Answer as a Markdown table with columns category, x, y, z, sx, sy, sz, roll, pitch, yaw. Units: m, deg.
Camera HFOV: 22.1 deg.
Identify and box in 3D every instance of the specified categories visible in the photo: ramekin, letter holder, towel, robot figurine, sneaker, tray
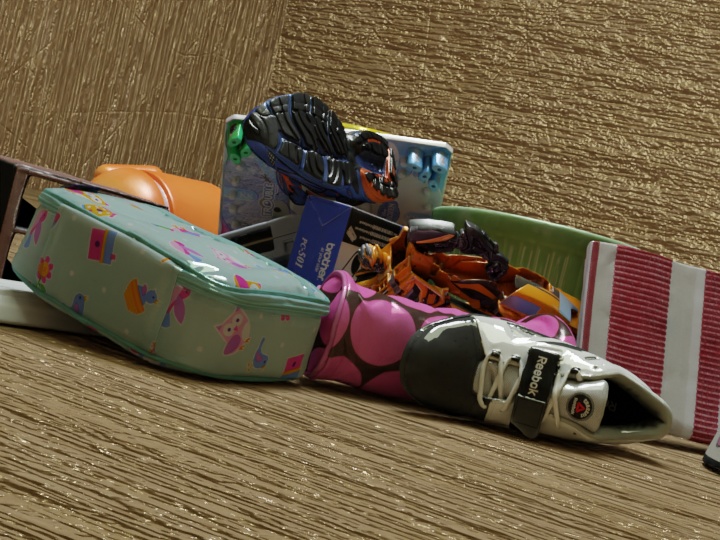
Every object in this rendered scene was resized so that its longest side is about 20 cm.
| category | x | y | z | sx | sy | sz | roll | pitch | yaw |
| --- | --- | --- | --- | --- | --- | --- | --- | --- | --- |
| ramekin | 0.148 | 0.016 | 1.590 | 0.198 | 0.098 | 0.200 | 14 | -4 | 1 |
| letter holder | -0.252 | -0.031 | 1.562 | 0.141 | 0.101 | 0.200 | 14 | 2 | -21 |
| towel | 0.260 | 0.066 | 1.445 | 0.199 | 0.145 | 0.023 | 16 | -26 | -14 |
| robot figurine | 0.081 | 0.031 | 1.435 | 0.199 | 0.059 | 0.145 | 24 | -43 | -26 |
| sneaker | 0.126 | 0.078 | 1.265 | 0.199 | 0.075 | 0.088 | 11 | 1 | -22 |
| tray | -0.250 | 0.020 | 1.281 | 0.199 | 0.022 | 0.107 | 11 | 4 | -41 |
| robot figurine | -0.197 | -0.037 | 1.776 | 0.116 | 0.145 | 0.199 | -7 | -10 | 38 |
| sneaker | -0.042 | -0.085 | 1.500 | 0.078 | 0.076 | 0.200 | -19 | -22 | 24 |

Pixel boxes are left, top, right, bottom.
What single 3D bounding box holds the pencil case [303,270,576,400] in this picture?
| category | x | y | z | sx | sy | sz | roll | pitch | yaw |
| --- | --- | --- | --- | --- | --- | --- | --- | --- | --- |
| pencil case | 0.052 | 0.053 | 1.334 | 0.199 | 0.091 | 0.094 | 14 | 37 | -24 |

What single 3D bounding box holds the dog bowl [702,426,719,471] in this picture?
| category | x | y | z | sx | sy | sz | roll | pitch | yaw |
| --- | --- | --- | --- | --- | --- | --- | --- | --- | --- |
| dog bowl | 0.352 | 0.126 | 1.329 | 0.199 | 0.074 | 0.200 | 13 | 3 | -1 |

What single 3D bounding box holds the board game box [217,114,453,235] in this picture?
| category | x | y | z | sx | sy | sz | roll | pitch | yaw |
| --- | --- | --- | --- | --- | --- | --- | --- | --- | --- |
| board game box | -0.028 | -0.052 | 1.660 | 0.198 | 0.026 | 0.201 | 7 | -38 | -2 |

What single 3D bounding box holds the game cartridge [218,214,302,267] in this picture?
| category | x | y | z | sx | sy | sz | roll | pitch | yaw |
| --- | --- | --- | --- | --- | --- | --- | --- | --- | --- |
| game cartridge | -0.098 | -0.008 | 1.625 | 0.199 | 0.041 | 0.133 | -15 | -14 | 24 |

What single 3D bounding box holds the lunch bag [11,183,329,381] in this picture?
| category | x | y | z | sx | sy | sz | roll | pitch | yaw |
| --- | --- | --- | --- | --- | --- | --- | --- | --- | --- |
| lunch bag | -0.128 | 0.007 | 1.264 | 0.199 | 0.078 | 0.160 | 27 | 11 | 31 |

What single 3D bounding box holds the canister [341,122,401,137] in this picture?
| category | x | y | z | sx | sy | sz | roll | pitch | yaw |
| --- | --- | --- | --- | --- | --- | --- | --- | --- | --- |
| canister | 0.001 | -0.041 | 1.884 | 0.086 | 0.202 | 0.148 | 13 | 2 | 44 |

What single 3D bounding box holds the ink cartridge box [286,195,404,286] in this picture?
| category | x | y | z | sx | sy | sz | roll | pitch | yaw |
| --- | --- | --- | --- | --- | --- | --- | --- | --- | --- |
| ink cartridge box | 0.000 | 0.000 | 1.549 | 0.044 | 0.095 | 0.200 | 16 | 0 | 22 |
